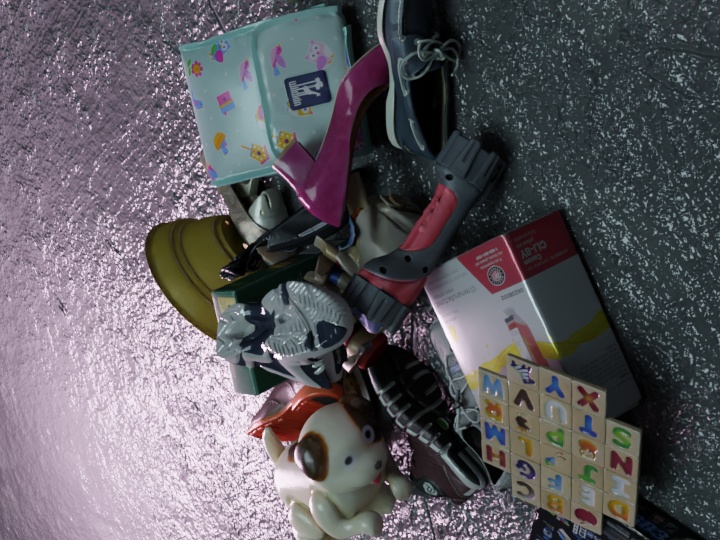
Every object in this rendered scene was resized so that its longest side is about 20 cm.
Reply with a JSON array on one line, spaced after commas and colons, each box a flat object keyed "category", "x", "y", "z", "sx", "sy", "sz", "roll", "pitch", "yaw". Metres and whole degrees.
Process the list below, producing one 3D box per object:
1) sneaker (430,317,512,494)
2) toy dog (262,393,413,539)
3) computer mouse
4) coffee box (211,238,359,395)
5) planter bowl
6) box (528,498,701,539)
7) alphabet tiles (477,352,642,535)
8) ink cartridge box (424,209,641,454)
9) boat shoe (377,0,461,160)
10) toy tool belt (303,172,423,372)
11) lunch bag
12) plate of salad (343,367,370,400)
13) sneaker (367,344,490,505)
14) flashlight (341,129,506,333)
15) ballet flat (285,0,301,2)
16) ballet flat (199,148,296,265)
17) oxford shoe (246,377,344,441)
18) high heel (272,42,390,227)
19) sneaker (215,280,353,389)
[{"category": "sneaker", "x": 0.127, "y": 0.136, "z": 1.222, "sx": 0.201, "sy": 0.082, "sz": 0.075, "roll": 59, "pitch": 142, "yaw": 11}, {"category": "toy dog", "x": -0.025, "y": 0.224, "z": 1.368, "sx": 0.194, "sy": 0.139, "sz": 0.201, "roll": 50, "pitch": 152, "yaw": 17}, {"category": "computer mouse", "x": -0.067, "y": -0.046, "z": 1.344, "sx": 0.046, "sy": 0.199, "sz": 0.140, "roll": 54, "pitch": -175, "yaw": -5}, {"category": "coffee box", "x": -0.075, "y": 0.048, "z": 1.327, "sx": 0.044, "sy": 0.199, "sz": 0.124, "roll": 1, "pitch": 110, "yaw": 42}, {"category": "planter bowl", "x": -0.164, "y": -0.007, "z": 1.458, "sx": 0.083, "sy": 0.200, "sz": 0.201, "roll": -41, "pitch": 73, "yaw": 23}, {"category": "box", "x": 0.257, "y": 0.317, "z": 1.182, "sx": 0.199, "sy": 0.049, "sz": 0.200, "roll": 31, "pitch": 131, "yaw": 38}, {"category": "alphabet tiles", "x": 0.184, "y": 0.166, "z": 1.098, "sx": 0.165, "sy": 0.006, "sz": 0.201, "roll": 20, "pitch": 138, "yaw": 29}, {"category": "ink cartridge box", "x": 0.163, "y": 0.064, "z": 1.140, "sx": 0.145, "sy": 0.083, "sz": 0.202, "roll": -28, "pitch": 86, "yaw": 53}, {"category": "boat shoe", "x": 0.058, "y": -0.202, "z": 1.143, "sx": 0.062, "sy": 0.074, "sz": 0.202, "roll": 29, "pitch": 130, "yaw": 41}, {"category": "toy tool belt", "x": 0.000, "y": 0.000, "z": 1.268, "sx": 0.123, "sy": 0.125, "sz": 0.201, "roll": 38, "pitch": 129, "yaw": 16}, {"category": "lunch bag", "x": -0.085, "y": -0.192, "z": 1.291, "sx": 0.198, "sy": 0.122, "sz": 0.172, "roll": -6, "pitch": 100, "yaw": 35}, {"category": "plate of salad", "x": -0.058, "y": 0.158, "z": 1.491, "sx": 0.199, "sy": 0.048, "sz": 0.202, "roll": 27, "pitch": 128, "yaw": 40}, {"category": "sneaker", "x": 0.062, "y": 0.188, "z": 1.338, "sx": 0.200, "sy": 0.075, "sz": 0.116, "roll": 51, "pitch": 143, "yaw": 20}, {"category": "flashlight", "x": 0.058, "y": -0.040, "z": 1.135, "sx": 0.068, "sy": 0.068, "sz": 0.201, "roll": 31, "pitch": 91, "yaw": 24}, {"category": "ballet flat", "x": -0.055, "y": -0.325, "z": 1.227, "sx": 0.199, "sy": 0.069, "sz": 0.070, "roll": -7, "pitch": 103, "yaw": 52}, {"category": "ballet flat", "x": -0.134, "y": -0.092, "z": 1.445, "sx": 0.201, "sy": 0.068, "sz": 0.067, "roll": 53, "pitch": 134, "yaw": 16}, {"category": "oxford shoe", "x": -0.078, "y": 0.158, "z": 1.445, "sx": 0.200, "sy": 0.071, "sz": 0.073, "roll": -36, "pitch": 44, "yaw": 46}, {"category": "high heel", "x": 0.003, "y": -0.144, "z": 1.197, "sx": 0.096, "sy": 0.200, "sz": 0.067, "roll": 43, "pitch": -177, "yaw": 9}, {"category": "sneaker", "x": -0.043, "y": 0.069, "z": 1.183, "sx": 0.198, "sy": 0.129, "sz": 0.080, "roll": -21, "pitch": 61, "yaw": 46}]
